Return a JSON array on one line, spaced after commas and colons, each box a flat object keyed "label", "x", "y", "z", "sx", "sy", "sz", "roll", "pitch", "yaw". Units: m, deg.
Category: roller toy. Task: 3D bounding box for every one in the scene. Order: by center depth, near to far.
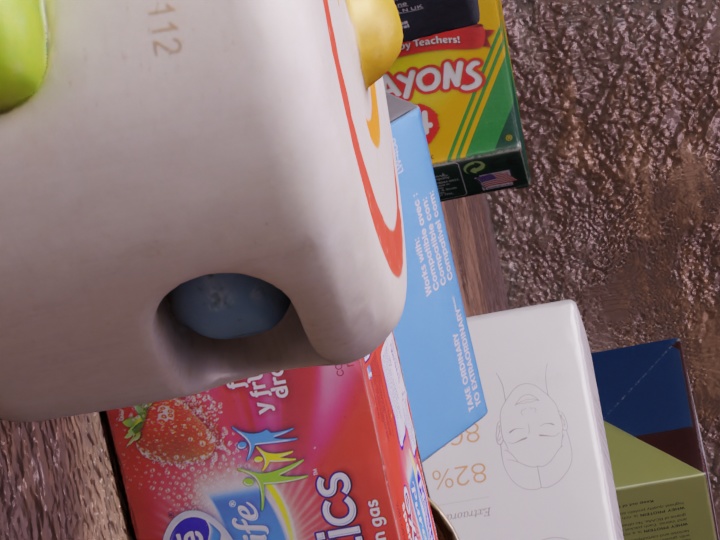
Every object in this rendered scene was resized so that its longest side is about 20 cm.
[{"label": "roller toy", "x": -0.057, "y": -0.057, "z": 0.785, "sx": 0.200, "sy": 0.140, "sz": 0.183, "roll": -89, "pitch": 167, "yaw": -64}]

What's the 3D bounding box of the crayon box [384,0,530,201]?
[{"label": "crayon box", "x": 0.028, "y": -0.137, "z": 1.759, "sx": 0.051, "sy": 0.127, "sz": 0.200, "roll": 68, "pitch": 12, "yaw": -60}]

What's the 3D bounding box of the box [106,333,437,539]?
[{"label": "box", "x": -0.026, "y": 0.092, "z": 1.021, "sx": 0.100, "sy": 0.095, "sz": 0.200, "roll": -70, "pitch": 149, "yaw": -75}]

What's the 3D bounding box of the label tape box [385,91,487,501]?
[{"label": "label tape box", "x": 0.000, "y": 0.000, "z": 1.192, "sx": 0.200, "sy": 0.063, "sz": 0.144, "roll": 30, "pitch": -44, "yaw": 62}]

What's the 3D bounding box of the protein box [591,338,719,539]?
[{"label": "protein box", "x": 0.164, "y": 0.180, "z": 2.109, "sx": 0.200, "sy": 0.198, "sz": 0.135, "roll": 73, "pitch": 9, "yaw": -45}]

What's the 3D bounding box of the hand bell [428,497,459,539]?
[{"label": "hand bell", "x": -0.024, "y": 0.107, "z": 1.186, "sx": 0.200, "sy": 0.104, "sz": 0.104, "roll": -127, "pitch": -155, "yaw": -75}]

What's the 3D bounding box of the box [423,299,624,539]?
[{"label": "box", "x": 0.055, "y": 0.132, "z": 1.423, "sx": 0.106, "sy": 0.152, "sz": 0.200, "roll": 57, "pitch": 24, "yaw": -76}]

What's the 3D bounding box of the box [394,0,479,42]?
[{"label": "box", "x": -0.035, "y": -0.222, "z": 1.163, "sx": 0.197, "sy": 0.124, "sz": 0.200, "roll": 67, "pitch": 14, "yaw": -56}]
